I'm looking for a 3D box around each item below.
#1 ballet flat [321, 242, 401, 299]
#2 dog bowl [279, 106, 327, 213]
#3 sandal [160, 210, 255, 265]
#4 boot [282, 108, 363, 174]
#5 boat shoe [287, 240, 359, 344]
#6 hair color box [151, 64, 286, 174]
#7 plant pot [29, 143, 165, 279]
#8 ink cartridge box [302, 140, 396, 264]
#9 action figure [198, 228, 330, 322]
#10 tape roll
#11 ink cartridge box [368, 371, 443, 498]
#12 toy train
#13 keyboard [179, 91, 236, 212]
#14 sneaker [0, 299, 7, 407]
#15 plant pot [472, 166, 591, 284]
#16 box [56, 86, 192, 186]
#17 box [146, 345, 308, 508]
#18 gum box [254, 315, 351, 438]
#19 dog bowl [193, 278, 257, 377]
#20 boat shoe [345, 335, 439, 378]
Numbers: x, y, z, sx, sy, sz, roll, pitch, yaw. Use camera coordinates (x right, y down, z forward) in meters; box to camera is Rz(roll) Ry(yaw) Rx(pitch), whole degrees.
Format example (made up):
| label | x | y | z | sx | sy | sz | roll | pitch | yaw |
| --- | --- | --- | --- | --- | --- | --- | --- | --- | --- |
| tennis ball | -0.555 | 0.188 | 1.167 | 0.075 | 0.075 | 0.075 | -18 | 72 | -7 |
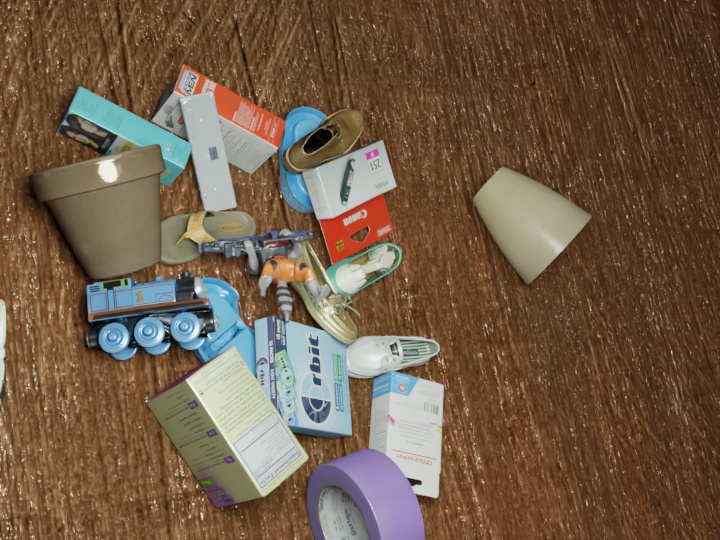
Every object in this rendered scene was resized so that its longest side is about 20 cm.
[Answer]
| label | x | y | z | sx | sy | sz | roll | pitch | yaw |
| --- | --- | --- | --- | --- | --- | --- | --- | --- | --- |
| ballet flat | 0.000 | 0.000 | 1.680 | 0.199 | 0.070 | 0.068 | -31 | 94 | -36 |
| dog bowl | -0.097 | -0.196 | 1.704 | 0.111 | 0.049 | 0.202 | 7 | 68 | -31 |
| sandal | -0.255 | -0.065 | 1.548 | 0.199 | 0.054 | 0.081 | -14 | 81 | -36 |
| boot | -0.049 | -0.241 | 1.675 | 0.074 | 0.075 | 0.200 | 52 | 52 | -4 |
| boat shoe | -0.064 | 0.037 | 1.597 | 0.201 | 0.063 | 0.073 | 51 | 15 | 8 |
| hair color box | -0.241 | -0.254 | 1.593 | 0.199 | 0.111 | 0.064 | 26 | 59 | -23 |
| plant pot | -0.379 | -0.084 | 1.411 | 0.199 | 0.199 | 0.177 | -19 | 102 | -36 |
| ink cartridge box | -0.005 | -0.126 | 1.693 | 0.199 | 0.043 | 0.175 | -30 | 105 | -47 |
| action figure | -0.161 | -0.002 | 1.520 | 0.198 | 0.194 | 0.106 | -5 | 115 | -20 |
| tape roll | 0.005 | 0.387 | 1.458 | 0.084 | 0.200 | 0.202 | -12 | 79 | -35 |
| ink cartridge box | 0.078 | 0.289 | 1.624 | 0.114 | 0.068 | 0.202 | 18 | 63 | -26 |
| toy train | -0.314 | 0.065 | 1.404 | 0.198 | 0.087 | 0.116 | -8 | 76 | -3 |
| keyboard | -0.251 | -0.193 | 1.549 | 0.056 | 0.011 | 0.202 | -15 | 116 | -13 |
| sneaker | -0.534 | 0.134 | 1.292 | 0.084 | 0.077 | 0.202 | 2 | 64 | -20 |
| plant pot | 0.329 | -0.109 | 1.885 | 0.200 | 0.188 | 0.187 | 44 | 54 | 6 |
| box | -0.378 | -0.213 | 1.506 | 0.199 | 0.082 | 0.050 | 26 | 61 | -22 |
| box | -0.201 | 0.237 | 1.394 | 0.096 | 0.176 | 0.201 | -34 | 92 | -36 |
| gum box | -0.091 | 0.178 | 1.524 | 0.199 | 0.044 | 0.172 | 22 | 59 | -54 |
| dog bowl | -0.219 | 0.108 | 1.501 | 0.111 | 0.049 | 0.201 | -41 | 97 | -36 |
| boat shoe | 0.051 | 0.143 | 1.662 | 0.198 | 0.067 | 0.074 | -8 | 77 | -35 |
